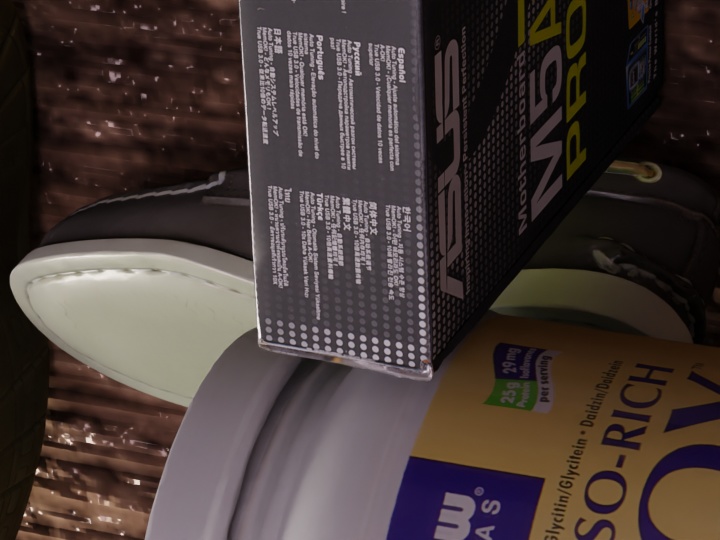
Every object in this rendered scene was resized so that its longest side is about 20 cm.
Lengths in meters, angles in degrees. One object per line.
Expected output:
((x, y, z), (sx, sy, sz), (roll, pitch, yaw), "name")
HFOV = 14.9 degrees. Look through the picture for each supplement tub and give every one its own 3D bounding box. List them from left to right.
((0.063, 0.087, 0.619), (0.199, 0.145, 0.146), (8, 118, 18), "supplement tub")

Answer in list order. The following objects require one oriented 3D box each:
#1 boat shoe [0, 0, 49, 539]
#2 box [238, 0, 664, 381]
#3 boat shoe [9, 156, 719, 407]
((-0.134, 0.012, 0.800), (0.063, 0.073, 0.202), (10, 116, 18), "boat shoe")
((0.024, -0.101, 0.608), (0.044, 0.160, 0.201), (9, 118, 22), "box")
((0.000, 0.000, 0.737), (0.200, 0.061, 0.072), (4, 144, 28), "boat shoe")
